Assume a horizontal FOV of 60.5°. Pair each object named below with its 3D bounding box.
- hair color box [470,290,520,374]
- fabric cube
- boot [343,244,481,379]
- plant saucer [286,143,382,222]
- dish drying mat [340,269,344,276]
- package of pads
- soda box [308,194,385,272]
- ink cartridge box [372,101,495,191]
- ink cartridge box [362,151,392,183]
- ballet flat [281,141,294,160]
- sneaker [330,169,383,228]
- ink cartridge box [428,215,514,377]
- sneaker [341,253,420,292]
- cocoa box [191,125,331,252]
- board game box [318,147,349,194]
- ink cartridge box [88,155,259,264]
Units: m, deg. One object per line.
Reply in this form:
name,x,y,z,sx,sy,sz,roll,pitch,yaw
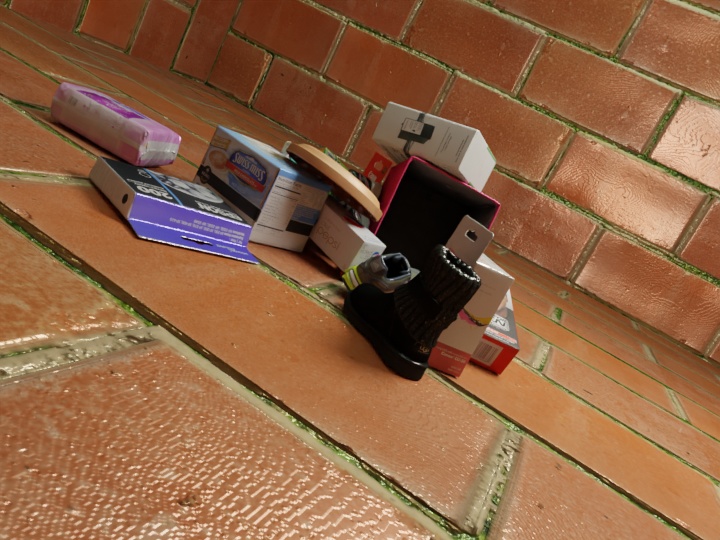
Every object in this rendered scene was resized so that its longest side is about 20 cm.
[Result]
hair color box,0.200,0.073,1.035,0.101,0.061,0.200,25,30,-8
fabric cube,0.119,-0.084,1.214,0.195,0.201,0.199,26,-1,-11
boot,0.067,0.029,0.829,0.079,0.159,0.211,18,15,-34
plant saucer,-0.041,-0.157,1.070,0.200,0.032,0.200,37,-1,1
dish drying mat,0.000,0.000,1.133,0.076,0.018,0.200,27,13,-6
package of pads,-0.440,-0.259,1.116,0.199,0.076,0.120,29,11,7
soda box,-0.049,-0.076,1.088,0.063,0.068,0.200,11,28,-51
ink cartridge box,0.141,-0.233,1.184,0.199,0.083,0.146,27,0,29
ink cartridge box,-0.017,-0.171,1.354,0.057,0.201,0.163,23,13,-19
ballet flat,-0.125,-0.156,1.207,0.062,0.201,0.068,-7,38,21
sneaker,-0.029,-0.115,1.200,0.086,0.080,0.201,35,47,-19
ink cartridge box,0.144,0.033,0.878,0.067,0.201,0.117,22,14,-19
sneaker,0.059,0.013,1.015,0.199,0.081,0.074,1,60,-56
cocoa box,-0.175,-0.142,1.072,0.200,0.132,0.133,37,16,36
board game box,-0.059,-0.137,1.233,0.030,0.201,0.095,-15,-32,28
ink cartridge box,-0.259,-0.087,0.888,0.197,0.044,0.200,14,20,-48
